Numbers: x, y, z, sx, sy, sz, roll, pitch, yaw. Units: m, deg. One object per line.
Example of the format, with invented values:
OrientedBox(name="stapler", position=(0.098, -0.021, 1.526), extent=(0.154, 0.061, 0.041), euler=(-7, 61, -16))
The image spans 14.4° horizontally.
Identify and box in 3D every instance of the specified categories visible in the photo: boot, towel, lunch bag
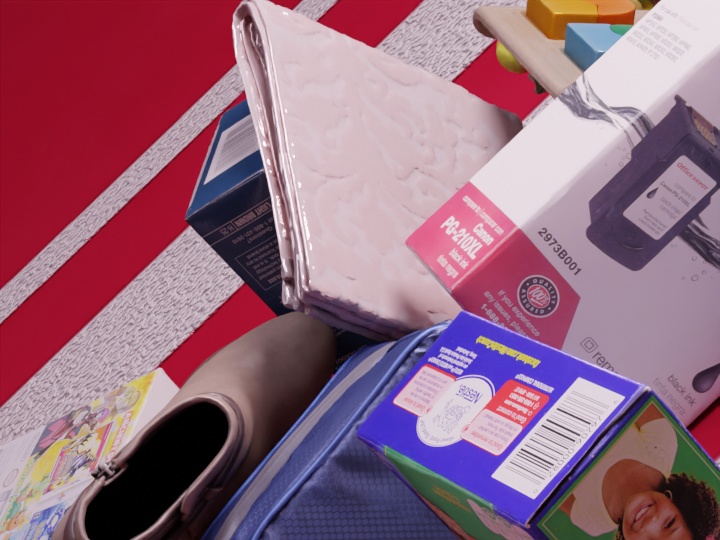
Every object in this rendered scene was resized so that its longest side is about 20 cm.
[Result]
OrientedBox(name="boot", position=(-0.075, 0.084, 1.383), extent=(0.200, 0.070, 0.146), euler=(-52, -5, -15))
OrientedBox(name="towel", position=(0.023, -0.035, 1.475), extent=(0.032, 0.200, 0.192), euler=(-35, 49, 33))
OrientedBox(name="lunch bag", position=(0.013, 0.131, 1.342), extent=(0.200, 0.136, 0.132), euler=(-48, 7, -16))

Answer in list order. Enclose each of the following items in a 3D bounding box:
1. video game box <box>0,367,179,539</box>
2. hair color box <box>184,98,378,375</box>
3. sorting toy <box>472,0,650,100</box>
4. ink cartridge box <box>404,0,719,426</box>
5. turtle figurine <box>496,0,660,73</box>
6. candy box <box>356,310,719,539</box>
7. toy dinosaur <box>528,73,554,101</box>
OrientedBox(name="video game box", position=(-0.202, 0.168, 1.756), extent=(0.182, 0.047, 0.200), euler=(-28, 27, 36))
OrientedBox(name="hair color box", position=(0.000, 0.000, 1.516), extent=(0.060, 0.200, 0.100), euler=(-30, 25, 30))
OrientedBox(name="sorting toy", position=(0.171, -0.121, 1.517), extent=(0.184, 0.037, 0.200), euler=(0, 16, -14))
OrientedBox(name="ink cartridge box", position=(0.147, -0.022, 1.385), extent=(0.200, 0.145, 0.084), euler=(-43, 24, 1))
OrientedBox(name="turtle figurine", position=(0.138, -0.159, 1.649), extent=(0.161, 0.201, 0.064), euler=(-28, 41, -13))
OrientedBox(name="candy box", position=(0.112, 0.120, 1.121), extent=(0.077, 0.200, 0.169), euler=(-48, 22, -8))
OrientedBox(name="toy dinosaur", position=(0.157, -0.089, 1.573), extent=(0.199, 0.077, 0.102), euler=(2, 17, 43))
